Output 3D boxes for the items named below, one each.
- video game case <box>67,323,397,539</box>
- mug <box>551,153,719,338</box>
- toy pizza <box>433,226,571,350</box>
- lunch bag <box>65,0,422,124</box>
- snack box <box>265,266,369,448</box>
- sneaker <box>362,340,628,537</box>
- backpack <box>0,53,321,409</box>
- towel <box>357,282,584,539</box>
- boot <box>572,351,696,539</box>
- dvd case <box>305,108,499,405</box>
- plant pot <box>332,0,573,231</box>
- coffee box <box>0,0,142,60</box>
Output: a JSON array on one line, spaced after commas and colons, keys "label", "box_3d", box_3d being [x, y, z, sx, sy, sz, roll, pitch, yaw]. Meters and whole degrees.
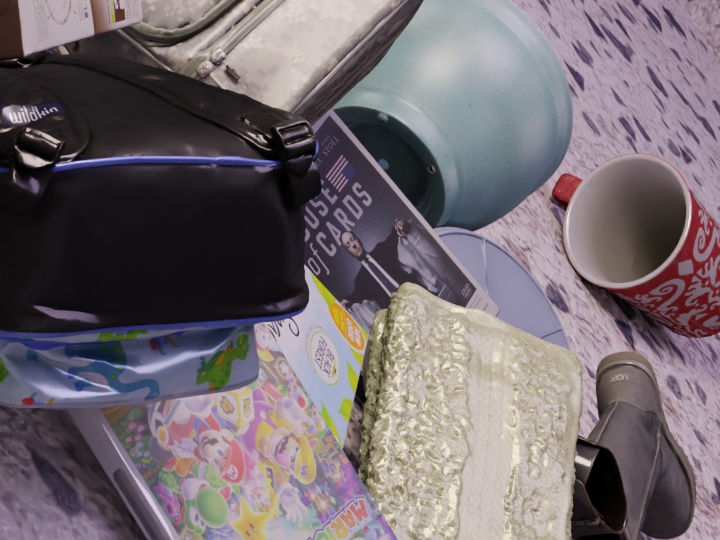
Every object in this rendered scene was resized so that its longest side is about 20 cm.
[{"label": "video game case", "box_3d": [-0.058, 0.112, 1.164, 0.201, 0.018, 0.143, 59, 39, -3]}, {"label": "mug", "box_3d": [0.292, -0.032, 2.223, 0.200, 0.133, 0.178, 33, 28, -53]}, {"label": "toy pizza", "box_3d": [0.084, 0.066, 1.620, 0.199, 0.032, 0.202, 26, 52, -38]}, {"label": "lunch bag", "box_3d": [-0.081, -0.164, 1.416, 0.168, 0.200, 0.139, 45, -23, 2]}, {"label": "snack box", "box_3d": [-0.087, 0.019, 1.293, 0.200, 0.067, 0.169, 49, 20, -16]}, {"label": "sneaker", "box_3d": [0.091, 0.102, 1.461, 0.200, 0.106, 0.075, 49, 49, -32]}, {"label": "backpack", "box_3d": [-0.140, -0.020, 1.063, 0.182, 0.148, 0.199, -6, 21, -38]}, {"label": "towel", "box_3d": [0.068, 0.110, 1.385, 0.147, 0.037, 0.201, 19, 55, -15]}, {"label": "boot", "box_3d": [0.202, 0.177, 1.700, 0.200, 0.072, 0.183, -76, 145, -60]}, {"label": "dvd case", "box_3d": [0.000, 0.000, 1.521, 0.200, 0.025, 0.151, 49, 43, -14]}, {"label": "plant pot", "box_3d": [0.040, -0.103, 1.677, 0.201, 0.200, 0.134, 50, 46, -8]}, {"label": "coffee box", "box_3d": [-0.203, -0.159, 1.222, 0.200, 0.113, 0.081, -45, 130, -74]}]
